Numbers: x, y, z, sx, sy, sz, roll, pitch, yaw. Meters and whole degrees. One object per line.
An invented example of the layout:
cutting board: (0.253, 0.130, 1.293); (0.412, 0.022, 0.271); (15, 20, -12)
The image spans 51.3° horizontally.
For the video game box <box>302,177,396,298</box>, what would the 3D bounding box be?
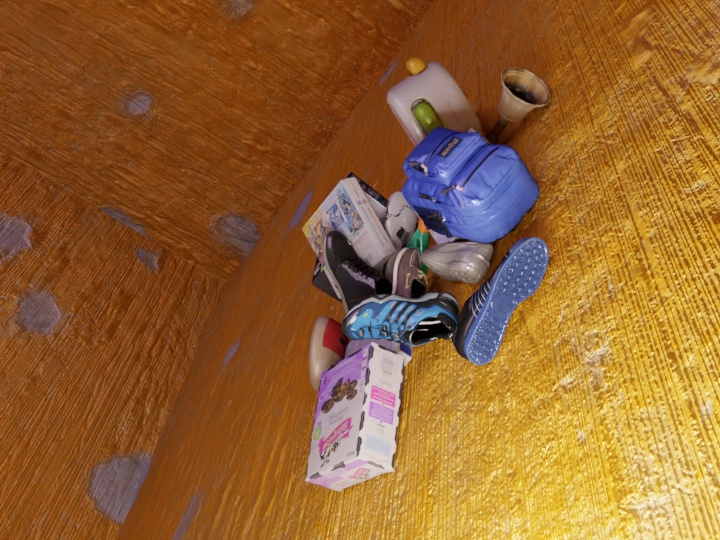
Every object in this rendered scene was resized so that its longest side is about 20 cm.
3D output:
video game box: (-0.029, -0.065, 1.570); (0.047, 0.183, 0.200); (-22, -14, -38)

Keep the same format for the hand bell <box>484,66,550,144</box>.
hand bell: (0.277, -0.286, 1.472); (0.200, 0.104, 0.105); (119, 172, -48)

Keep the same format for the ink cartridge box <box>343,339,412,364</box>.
ink cartridge box: (0.031, 0.154, 1.422); (0.200, 0.040, 0.200); (-49, 18, 31)

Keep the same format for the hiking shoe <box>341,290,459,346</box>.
hiking shoe: (0.064, 0.084, 1.220); (0.198, 0.075, 0.087); (-12, 31, 8)

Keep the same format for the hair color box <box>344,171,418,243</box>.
hair color box: (0.025, -0.114, 1.653); (0.100, 0.200, 0.061); (-50, 6, 22)

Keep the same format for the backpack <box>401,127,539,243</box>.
backpack: (0.175, -0.139, 1.235); (0.163, 0.168, 0.200); (-51, 38, -8)

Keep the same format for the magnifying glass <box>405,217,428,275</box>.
magnifying glass: (0.115, -0.059, 1.438); (0.080, 0.022, 0.201); (-123, 37, -48)

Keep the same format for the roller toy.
roller toy: (0.151, -0.313, 1.494); (0.139, 0.183, 0.201); (-33, 50, 6)

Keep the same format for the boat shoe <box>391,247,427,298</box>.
boat shoe: (0.090, 0.034, 1.350); (0.059, 0.072, 0.201); (-9, 41, 25)

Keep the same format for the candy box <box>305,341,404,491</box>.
candy box: (-0.009, 0.244, 1.242); (0.168, 0.071, 0.201); (-37, 36, 47)

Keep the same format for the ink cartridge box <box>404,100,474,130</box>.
ink cartridge box: (0.175, -0.336, 1.682); (0.146, 0.083, 0.200); (-38, -1, 9)

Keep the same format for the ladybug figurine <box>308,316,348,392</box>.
ladybug figurine: (-0.063, 0.172, 1.574); (0.200, 0.071, 0.137); (-85, -9, -58)

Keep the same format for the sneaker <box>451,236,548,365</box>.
sneaker: (0.194, 0.036, 1.081); (0.201, 0.070, 0.078); (-59, 22, 1)

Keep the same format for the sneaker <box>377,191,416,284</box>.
sneaker: (0.055, -0.063, 1.588); (0.115, 0.075, 0.202); (-12, 72, 56)

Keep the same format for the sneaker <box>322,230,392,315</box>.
sneaker: (0.000, 0.000, 1.470); (0.074, 0.201, 0.106); (-14, -13, -42)

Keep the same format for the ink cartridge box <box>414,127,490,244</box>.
ink cartridge box: (0.201, -0.135, 1.397); (0.197, 0.043, 0.200); (-52, 42, 21)

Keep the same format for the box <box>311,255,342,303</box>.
box: (-0.023, -0.034, 1.808); (0.149, 0.124, 0.200); (-52, 15, 23)

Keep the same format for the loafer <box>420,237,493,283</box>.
loafer: (0.167, -0.022, 1.298); (0.070, 0.070, 0.200); (-54, 22, -9)
